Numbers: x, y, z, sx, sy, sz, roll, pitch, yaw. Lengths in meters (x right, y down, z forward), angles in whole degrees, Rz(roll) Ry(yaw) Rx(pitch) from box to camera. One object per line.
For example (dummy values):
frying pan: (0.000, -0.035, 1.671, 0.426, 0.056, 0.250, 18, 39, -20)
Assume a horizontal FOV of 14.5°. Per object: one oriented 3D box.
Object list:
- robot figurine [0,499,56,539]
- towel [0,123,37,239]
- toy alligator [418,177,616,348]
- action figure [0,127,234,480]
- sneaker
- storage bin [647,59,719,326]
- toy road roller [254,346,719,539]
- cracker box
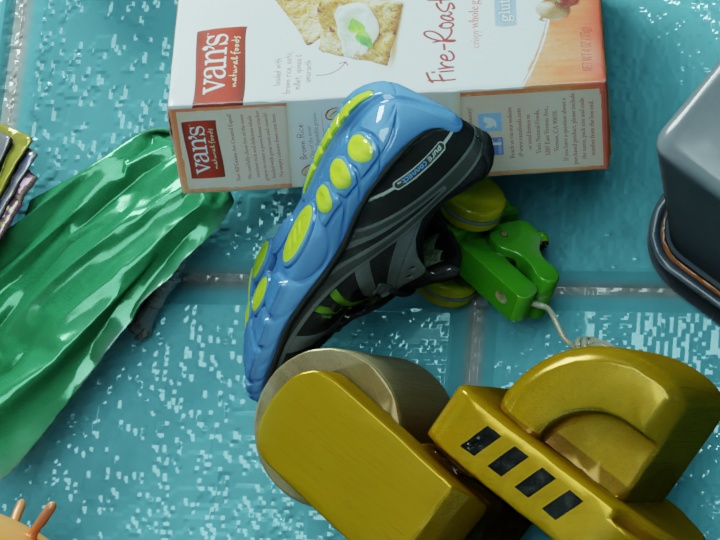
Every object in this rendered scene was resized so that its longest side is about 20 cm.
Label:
robot figurine: (-0.191, 0.192, 1.260, 0.116, 0.144, 0.201, 21, 77, 30)
towel: (-0.252, -0.003, 1.388, 0.143, 0.023, 0.201, 29, 83, 39)
toy alligator: (0.059, -0.014, 1.321, 0.200, 0.060, 0.054, 37, 43, 21)
action figure: (-0.127, -0.004, 1.361, 0.200, 0.055, 0.118, -42, 66, 2)
sneaker: (0.000, -0.001, 1.272, 0.082, 0.200, 0.071, 17, 45, -16)
storage bin: (0.222, -0.064, 1.250, 0.145, 0.134, 0.200, 38, 86, 22)
toy road roller: (0.068, 0.078, 1.233, 0.200, 0.123, 0.146, 38, 99, 19)
cracker box: (0.014, -0.104, 1.313, 0.199, 0.058, 0.134, -4, 43, 4)
